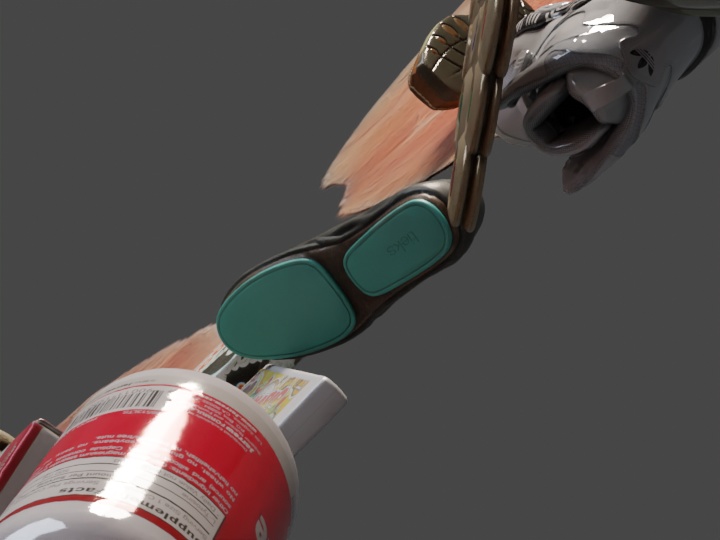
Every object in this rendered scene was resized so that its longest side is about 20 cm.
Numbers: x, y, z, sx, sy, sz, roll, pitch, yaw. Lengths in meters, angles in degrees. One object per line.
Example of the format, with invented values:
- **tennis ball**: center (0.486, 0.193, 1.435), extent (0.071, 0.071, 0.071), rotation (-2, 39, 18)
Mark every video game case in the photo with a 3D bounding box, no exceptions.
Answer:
- **video game case**: center (-0.095, 0.127, 1.123), extent (0.182, 0.023, 0.200), rotation (-45, 7, -9)

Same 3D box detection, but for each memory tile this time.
- **memory tile**: center (0.067, -0.134, 0.997), extent (0.154, 0.017, 0.200), rotation (99, 180, -46)

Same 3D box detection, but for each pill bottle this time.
- **pill bottle**: center (-0.098, 0.127, 0.797), extent (0.112, 0.112, 0.200), rotation (-41, 8, 22)

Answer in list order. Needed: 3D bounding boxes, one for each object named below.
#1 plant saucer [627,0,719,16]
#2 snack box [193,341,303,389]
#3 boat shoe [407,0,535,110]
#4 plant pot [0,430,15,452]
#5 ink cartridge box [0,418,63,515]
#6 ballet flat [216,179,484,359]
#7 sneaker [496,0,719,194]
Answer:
- **plant saucer**: center (0.183, -0.171, 0.962), extent (0.199, 0.050, 0.200), rotation (-11, 33, 7)
- **snack box**: center (-0.082, 0.068, 1.313), extent (0.200, 0.037, 0.116), rotation (-46, 7, -10)
- **boat shoe**: center (0.088, -0.168, 1.602), extent (0.074, 0.076, 0.200), rotation (-45, -2, 34)
- **plant pot**: center (-0.310, 0.197, 1.336), extent (0.183, 0.201, 0.201), rotation (-27, 15, 29)
- **ink cartridge box**: center (-0.207, 0.184, 1.066), extent (0.146, 0.083, 0.200), rotation (-61, 11, -30)
- **ballet flat**: center (0.000, 0.000, 1.185), extent (0.200, 0.068, 0.068), rotation (-26, 7, 36)
- **sneaker**: center (0.106, -0.094, 1.057), extent (0.115, 0.075, 0.200), rotation (-47, 10, -31)
